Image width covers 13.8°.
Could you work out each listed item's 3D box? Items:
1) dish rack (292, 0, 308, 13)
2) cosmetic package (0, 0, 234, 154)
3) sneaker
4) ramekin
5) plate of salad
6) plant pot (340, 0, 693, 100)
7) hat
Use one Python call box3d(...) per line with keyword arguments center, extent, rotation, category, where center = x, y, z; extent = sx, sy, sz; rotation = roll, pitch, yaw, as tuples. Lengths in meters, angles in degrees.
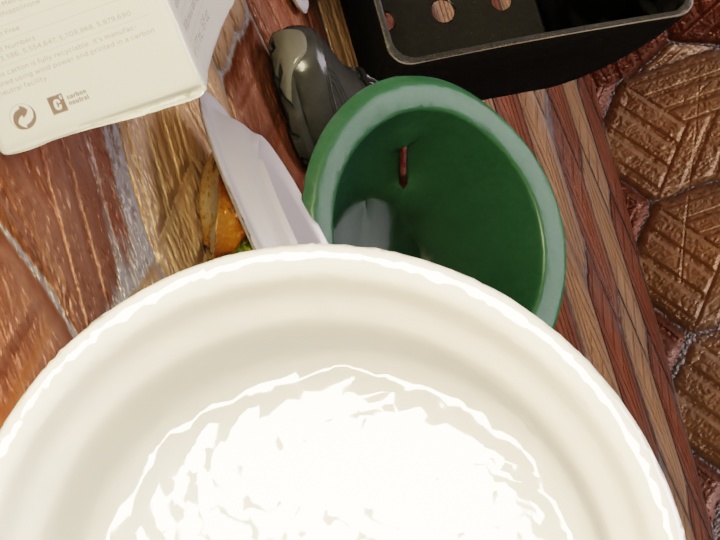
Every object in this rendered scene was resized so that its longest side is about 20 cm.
box3d(center=(-0.058, -0.263, 1.731), extent=(0.200, 0.043, 0.172), rotation=(54, 20, -61), category="dish rack")
box3d(center=(-0.119, -0.156, 1.020), extent=(0.113, 0.081, 0.201), rotation=(-83, 154, -66), category="cosmetic package")
box3d(center=(0.007, -0.081, 1.644), extent=(0.200, 0.079, 0.076), rotation=(55, 18, -57), category="sneaker")
box3d(center=(-0.009, 0.098, 0.831), extent=(0.098, 0.200, 0.201), rotation=(61, 12, -82), category="ramekin")
box3d(center=(-0.033, 0.014, 1.309), extent=(0.201, 0.048, 0.200), rotation=(62, 4, -8), category="plate of salad")
box3d(center=(0.070, -0.203, 1.896), extent=(0.177, 0.199, 0.201), rotation=(122, -45, -67), category="plant pot")
box3d(center=(0.000, 0.000, 1.598), extent=(0.200, 0.176, 0.166), rotation=(44, 61, -24), category="hat")
